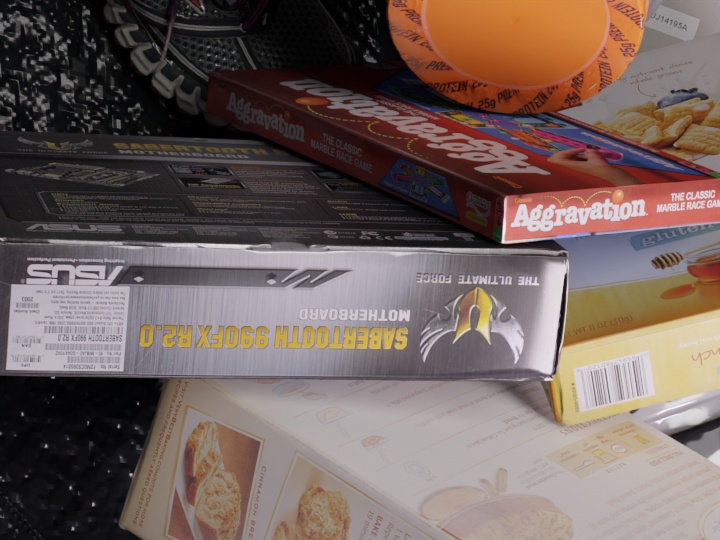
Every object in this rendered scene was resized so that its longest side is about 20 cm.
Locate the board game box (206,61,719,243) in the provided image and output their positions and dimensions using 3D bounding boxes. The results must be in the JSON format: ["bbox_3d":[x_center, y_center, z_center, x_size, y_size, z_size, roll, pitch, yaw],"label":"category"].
[{"bbox_3d":[0.035,-0.048,0.964,0.103,0.200,0.020,-7,110,-33],"label":"board game box"}]

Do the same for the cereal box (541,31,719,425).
[{"bbox_3d":[0.121,-0.024,0.989,0.200,0.143,0.040,-108,-176,-58],"label":"cereal box"}]

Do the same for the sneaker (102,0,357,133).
[{"bbox_3d":[-0.074,-0.132,1.028,0.200,0.075,0.081,42,53,-22],"label":"sneaker"}]

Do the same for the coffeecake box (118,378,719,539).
[{"bbox_3d":[0.044,0.092,0.903,0.153,0.200,0.073,-16,130,-55],"label":"coffeecake box"}]

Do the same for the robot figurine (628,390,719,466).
[{"bbox_3d":[0.133,0.111,1.080,0.150,0.125,0.201,-16,86,-47],"label":"robot figurine"}]

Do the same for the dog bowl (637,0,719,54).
[{"bbox_3d":[0.150,-0.135,1.135,0.199,0.059,0.201,0,83,0],"label":"dog bowl"}]

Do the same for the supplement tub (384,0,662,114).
[{"bbox_3d":[0.066,-0.163,1.005,0.122,0.122,0.201,34,42,-26],"label":"supplement tub"}]

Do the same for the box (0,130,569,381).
[{"bbox_3d":[-0.045,-0.007,0.917,0.199,0.158,0.049,1,105,-17],"label":"box"}]
